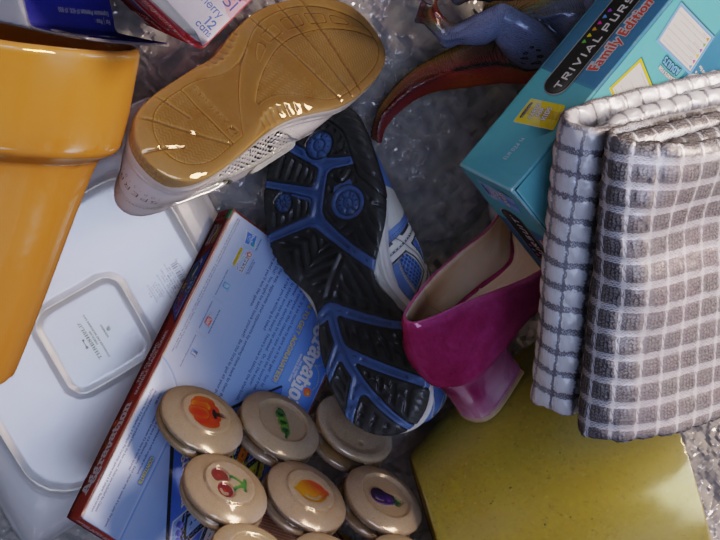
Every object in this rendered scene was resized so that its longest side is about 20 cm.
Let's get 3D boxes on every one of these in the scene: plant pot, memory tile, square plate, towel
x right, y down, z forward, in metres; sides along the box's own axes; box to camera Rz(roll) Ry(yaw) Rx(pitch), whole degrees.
[{"bbox_3d":[0.109,0.134,1.191,0.141,0.200,0.201,-16,103,-1],"label":"plant pot"},{"bbox_3d":[-0.024,0.141,1.108,0.153,0.200,0.017,10,130,-33],"label":"memory tile"},{"bbox_3d":[-0.155,0.033,1.190,0.198,0.028,0.200,-30,105,-6],"label":"square plate"},{"bbox_3d":[0.186,-0.012,1.062,0.199,0.085,0.166,-14,115,-34],"label":"towel"},{"bbox_3d":[-0.227,-0.041,1.071,0.199,0.200,0.184,8,99,-14],"label":"plant pot"}]

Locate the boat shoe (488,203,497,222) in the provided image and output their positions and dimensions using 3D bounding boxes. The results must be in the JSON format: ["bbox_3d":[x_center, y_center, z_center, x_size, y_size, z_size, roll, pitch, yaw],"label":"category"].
[{"bbox_3d":[0.173,-0.006,1.238,0.200,0.069,0.072,28,94,-15],"label":"boat shoe"}]

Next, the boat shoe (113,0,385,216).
[{"bbox_3d":[-0.067,-0.091,1.149,0.200,0.069,0.071,-34,82,-41],"label":"boat shoe"}]

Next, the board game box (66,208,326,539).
[{"bbox_3d":[-0.080,0.076,1.171,0.103,0.019,0.201,36,66,-25],"label":"board game box"}]

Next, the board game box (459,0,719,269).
[{"bbox_3d":[0.162,-0.081,1.106,0.200,0.047,0.151,-50,132,-9],"label":"board game box"}]

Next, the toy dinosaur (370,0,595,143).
[{"bbox_3d":[0.127,-0.143,1.184,0.181,0.105,0.200,22,122,-2],"label":"toy dinosaur"}]

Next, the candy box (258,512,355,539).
[{"bbox_3d":[-0.026,0.218,1.238,0.200,0.055,0.116,30,92,-16],"label":"candy box"}]

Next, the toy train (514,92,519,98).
[{"bbox_3d":[0.164,-0.151,1.228,0.056,0.042,0.200,35,91,-27],"label":"toy train"}]

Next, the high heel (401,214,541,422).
[{"bbox_3d":[0.083,-0.020,1.147,0.200,0.067,0.096,-57,141,-19],"label":"high heel"}]

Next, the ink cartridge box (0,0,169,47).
[{"bbox_3d":[-0.204,-0.148,1.063,0.199,0.095,0.037,15,99,19],"label":"ink cartridge box"}]

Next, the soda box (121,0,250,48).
[{"bbox_3d":[-0.097,-0.167,1.078,0.070,0.200,0.063,-45,107,-2],"label":"soda box"}]

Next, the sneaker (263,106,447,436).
[{"bbox_3d":[0.000,0.000,1.193,0.075,0.077,0.201,-17,79,20],"label":"sneaker"}]
